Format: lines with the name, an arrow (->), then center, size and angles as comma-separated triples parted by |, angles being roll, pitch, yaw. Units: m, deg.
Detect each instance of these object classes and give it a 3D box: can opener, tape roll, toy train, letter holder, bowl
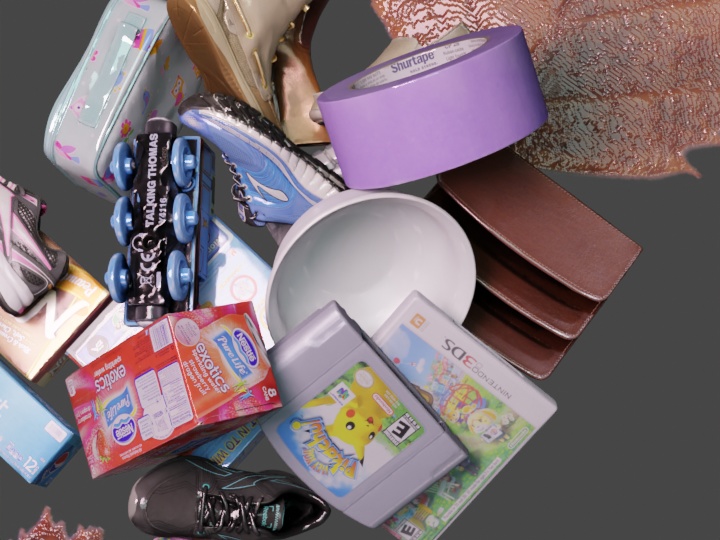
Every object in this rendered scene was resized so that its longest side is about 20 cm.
can opener -> 0.004, 0.092, 1.420 | 0.066, 0.053, 0.202 | 5, 78, 0
tape roll -> 0.065, -0.150, 1.319 | 0.198, 0.200, 0.086 | -20, 103, -2
toy train -> -0.183, -0.039, 1.364 | 0.086, 0.114, 0.202 | -3, 77, 12
letter holder -> 0.141, -0.012, 1.390 | 0.199, 0.101, 0.142 | 38, 62, 8
bowl -> 0.000, 0.000, 1.347 | 0.199, 0.091, 0.203 | -8, 122, -13

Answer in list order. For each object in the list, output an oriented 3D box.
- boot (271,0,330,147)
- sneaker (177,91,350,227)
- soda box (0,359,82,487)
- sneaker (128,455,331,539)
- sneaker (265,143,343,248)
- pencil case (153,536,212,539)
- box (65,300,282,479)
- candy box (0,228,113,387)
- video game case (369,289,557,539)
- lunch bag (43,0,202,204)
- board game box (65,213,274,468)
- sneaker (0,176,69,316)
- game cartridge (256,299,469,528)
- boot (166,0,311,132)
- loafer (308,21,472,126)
boot -> -0.050, -0.228, 1.479 | 0.186, 0.068, 0.202 | -8, 82, -6
sneaker -> -0.095, -0.088, 1.359 | 0.199, 0.079, 0.089 | 38, 101, -24
soda box -> -0.365, 0.121, 1.420 | 0.200, 0.068, 0.064 | 41, 82, 9
sneaker -> -0.117, 0.213, 1.338 | 0.198, 0.079, 0.076 | 4, 92, -36
sneaker -> -0.003, -0.074, 1.451 | 0.198, 0.075, 0.116 | -27, 88, 3
pencil case -> -0.179, 0.348, 1.361 | 0.086, 0.087, 0.202 | 15, 82, 5
box -> -0.169, 0.108, 1.289 | 0.095, 0.199, 0.101 | -8, 75, -41
candy box -> -0.353, 0.006, 1.448 | 0.200, 0.055, 0.116 | 41, 82, 9
video game case -> 0.054, 0.146, 1.356 | 0.182, 0.022, 0.200 | 38, 104, -16
lunch bag -> -0.228, -0.174, 1.422 | 0.076, 0.160, 0.202 | 21, 82, 15
board game box -> -0.149, 0.076, 1.427 | 0.196, 0.056, 0.200 | 42, 83, 9
sneaker -> -0.351, -0.057, 1.405 | 0.086, 0.080, 0.201 | -29, 85, -19
game cartridge -> -0.011, 0.139, 1.319 | 0.133, 0.041, 0.200 | -38, 108, 13
boot -> -0.089, -0.223, 1.418 | 0.072, 0.201, 0.155 | 14, 50, 46
loafer -> 0.035, -0.196, 1.454 | 0.198, 0.076, 0.069 | -19, 94, -17
